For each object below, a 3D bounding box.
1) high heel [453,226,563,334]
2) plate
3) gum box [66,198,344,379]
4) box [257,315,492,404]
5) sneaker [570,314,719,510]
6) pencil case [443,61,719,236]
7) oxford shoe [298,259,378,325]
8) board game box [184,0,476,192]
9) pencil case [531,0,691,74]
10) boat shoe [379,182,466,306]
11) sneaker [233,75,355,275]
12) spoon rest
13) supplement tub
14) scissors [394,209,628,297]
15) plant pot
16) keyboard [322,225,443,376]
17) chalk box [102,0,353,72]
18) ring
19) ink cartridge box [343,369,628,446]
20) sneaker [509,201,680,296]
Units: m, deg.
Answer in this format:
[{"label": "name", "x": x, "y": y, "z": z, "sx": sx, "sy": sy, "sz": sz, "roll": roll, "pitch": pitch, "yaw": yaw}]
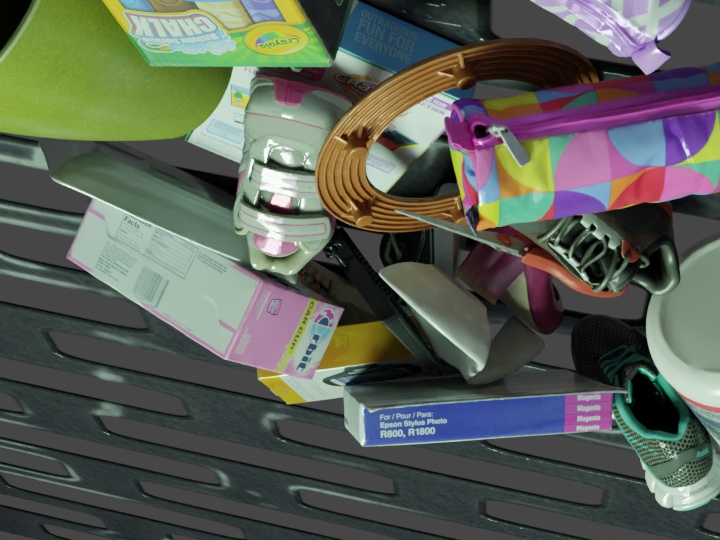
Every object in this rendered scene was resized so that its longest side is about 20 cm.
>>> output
[{"label": "high heel", "x": 0.140, "y": -0.011, "z": 1.201, "sx": 0.067, "sy": 0.096, "sz": 0.200, "roll": 41, "pitch": -173, "yaw": 31}, {"label": "plate", "x": -0.149, "y": -0.059, "z": 1.186, "sx": 0.199, "sy": 0.033, "sz": 0.200, "roll": 24, "pitch": -175, "yaw": -18}, {"label": "gum box", "x": -0.126, "y": 0.007, "z": 1.196, "sx": 0.199, "sy": 0.067, "sz": 0.113, "roll": 29, "pitch": -175, "yaw": 33}, {"label": "box", "x": 0.021, "y": 0.072, "z": 1.281, "sx": 0.198, "sy": 0.042, "sz": 0.119, "roll": -10, "pitch": 164, "yaw": 7}, {"label": "sneaker", "x": 0.226, "y": 0.093, "z": 1.226, "sx": 0.077, "sy": 0.200, "sz": 0.091, "roll": -30, "pitch": 135, "yaw": -2}, {"label": "pencil case", "x": 0.148, "y": -0.076, "z": 0.928, "sx": 0.198, "sy": 0.089, "sz": 0.089, "roll": -10, "pitch": 155, "yaw": -4}, {"label": "oxford shoe", "x": -0.051, "y": 0.022, "z": 1.339, "sx": 0.198, "sy": 0.071, "sz": 0.074, "roll": 15, "pitch": 150, "yaw": -1}, {"label": "board game box", "x": -0.024, "y": -0.118, "z": 1.065, "sx": 0.152, "sy": 0.041, "sz": 0.200, "roll": 22, "pitch": 154, "yaw": -13}, {"label": "pencil case", "x": 0.087, "y": -0.186, "z": 0.808, "sx": 0.199, "sy": 0.086, "sz": 0.084, "roll": 23, "pitch": 144, "yaw": -19}, {"label": "boat shoe", "x": 0.048, "y": -0.016, "z": 1.209, "sx": 0.067, "sy": 0.072, "sz": 0.200, "roll": 12, "pitch": 162, "yaw": 5}, {"label": "sneaker", "x": -0.045, "y": -0.058, "z": 1.046, "sx": 0.081, "sy": 0.089, "sz": 0.200, "roll": 12, "pitch": 155, "yaw": 7}, {"label": "spoon rest", "x": 0.075, "y": 0.046, "z": 1.136, "sx": 0.099, "sy": 0.061, "sz": 0.200, "roll": 42, "pitch": -173, "yaw": 31}, {"label": "supplement tub", "x": 0.309, "y": 0.071, "z": 1.143, "sx": 0.139, "sy": 0.141, "sz": 0.200, "roll": -3, "pitch": 150, "yaw": 34}, {"label": "scissors", "x": 0.110, "y": -0.013, "z": 1.054, "sx": 0.199, "sy": 0.073, "sz": 0.014, "roll": 6, "pitch": 132, "yaw": -44}, {"label": "plant pot", "x": -0.175, "y": -0.156, "z": 0.944, "sx": 0.186, "sy": 0.189, "sz": 0.199, "roll": -5, "pitch": 163, "yaw": 37}, {"label": "keyboard", "x": 0.000, "y": 0.000, "z": 1.179, "sx": 0.127, "sy": 0.021, "sz": 0.200, "roll": 46, "pitch": -177, "yaw": -29}, {"label": "chalk box", "x": -0.072, "y": -0.192, "z": 0.841, "sx": 0.123, "sy": 0.126, "sz": 0.200, "roll": 4, "pitch": 151, "yaw": 23}, {"label": "ring", "x": 0.066, "y": -0.080, "z": 1.000, "sx": 0.199, "sy": 0.019, "sz": 0.201, "roll": -15, "pitch": 151, "yaw": -8}, {"label": "ink cartridge box", "x": 0.091, "y": 0.110, "z": 1.196, "sx": 0.194, "sy": 0.044, "sz": 0.200, "roll": -3, "pitch": -178, "yaw": -5}, {"label": "sneaker", "x": 0.159, "y": -0.029, "z": 1.038, "sx": 0.199, "sy": 0.082, "sz": 0.077, "roll": 13, "pitch": 139, "yaw": -41}]
